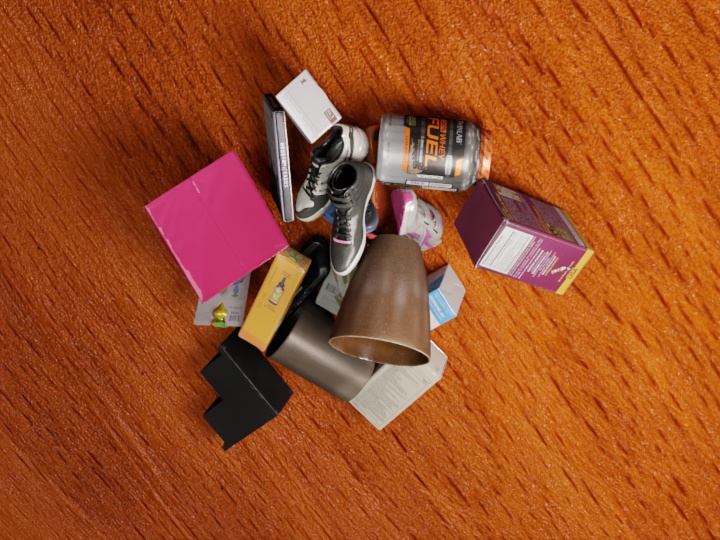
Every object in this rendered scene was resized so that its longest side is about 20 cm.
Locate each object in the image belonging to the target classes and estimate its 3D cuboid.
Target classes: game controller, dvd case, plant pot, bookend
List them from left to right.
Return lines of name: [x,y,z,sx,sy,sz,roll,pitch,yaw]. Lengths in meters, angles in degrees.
bookend: [-0.291,0.270,1.717,0.199,0.092,0.200,-36,97,30]
dvd case: [-0.155,-0.214,1.421,0.024,0.151,0.205,-8,115,-12]
game controller: [-0.127,0.020,1.547,0.200,0.041,0.106,-46,51,30]
plant pot: [0.050,0.047,1.355,0.182,0.187,0.206,6,72,15]

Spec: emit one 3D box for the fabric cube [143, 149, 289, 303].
fabric cube: [-0.271,-0.081,1.439,0.198,0.196,0.202,-33,96,-10]

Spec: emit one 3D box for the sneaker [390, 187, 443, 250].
sneaker: [0.108,-0.096,1.391,0.086,0.201,0.084,-13,69,5]

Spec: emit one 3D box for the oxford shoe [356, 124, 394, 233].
oxford shoe: [0.017,-0.173,1.432,0.071,0.071,0.206,7,111,34]

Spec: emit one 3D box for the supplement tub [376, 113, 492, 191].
supplement tub: [0.127,-0.205,1.328,0.194,0.123,0.126,5,117,1]

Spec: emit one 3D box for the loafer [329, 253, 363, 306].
loafer: [-0.012,0.055,1.460,0.066,0.076,0.206,-5,104,19]

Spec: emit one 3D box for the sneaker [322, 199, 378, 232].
sneaker: [-0.029,-0.113,1.431,0.199,0.065,0.080,36,153,40]

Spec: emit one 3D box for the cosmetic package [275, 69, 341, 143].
cosmetic package: [-0.092,-0.283,1.330,0.074,0.200,0.102,-39,99,4]

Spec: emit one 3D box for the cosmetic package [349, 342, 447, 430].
cosmetic package: [0.077,0.225,1.576,0.103,0.087,0.200,44,120,-4]

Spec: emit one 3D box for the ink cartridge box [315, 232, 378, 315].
ink cartridge box: [0.000,0.000,1.508,0.114,0.067,0.203,28,119,3]

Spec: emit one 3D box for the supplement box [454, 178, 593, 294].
supplement box: [0.280,-0.057,1.308,0.196,0.132,0.104,17,123,-25]

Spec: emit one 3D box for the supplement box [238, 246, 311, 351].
supplement box: [-0.168,0.055,1.494,0.066,0.069,0.203,30,115,3]

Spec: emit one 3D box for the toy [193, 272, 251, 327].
toy: [-0.272,0.022,1.576,0.112,0.205,0.047,1,157,18]

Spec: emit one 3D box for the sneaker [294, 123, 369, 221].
sneaker: [-0.071,-0.181,1.365,0.076,0.087,0.202,45,108,31]

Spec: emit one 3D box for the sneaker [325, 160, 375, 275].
sneaker: [-0.031,-0.097,1.309,0.069,0.099,0.206,12,89,25]

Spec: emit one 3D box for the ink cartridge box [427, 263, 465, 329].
ink cartridge box: [0.101,0.080,1.484,0.198,0.115,0.069,-32,101,27]

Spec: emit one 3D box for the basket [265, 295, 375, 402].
basket: [-0.077,0.169,1.566,0.199,0.182,0.136,38,123,-13]
